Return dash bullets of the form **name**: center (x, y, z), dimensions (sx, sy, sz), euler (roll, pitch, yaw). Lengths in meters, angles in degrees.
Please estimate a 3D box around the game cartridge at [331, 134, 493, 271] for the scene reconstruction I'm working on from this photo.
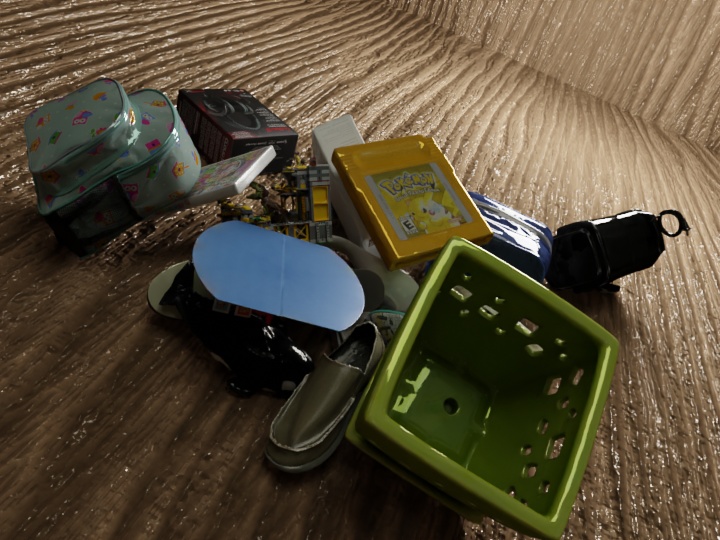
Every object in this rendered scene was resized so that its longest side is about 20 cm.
- **game cartridge**: center (0.072, -0.106, 0.872), dimensions (0.172, 0.033, 0.203), euler (-15, 63, -27)

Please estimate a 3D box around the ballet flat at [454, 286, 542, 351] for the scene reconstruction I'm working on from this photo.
- **ballet flat**: center (0.191, 0.084, 0.886), dimensions (0.199, 0.069, 0.062), euler (38, 46, 23)

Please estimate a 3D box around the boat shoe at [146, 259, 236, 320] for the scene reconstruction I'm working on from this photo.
- **boat shoe**: center (-0.176, 0.015, 0.769), dimensions (0.197, 0.073, 0.062), euler (-18, 8, -39)

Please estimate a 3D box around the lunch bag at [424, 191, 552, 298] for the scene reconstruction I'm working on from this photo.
- **lunch bag**: center (0.198, -0.029, 0.978), dimensions (0.196, 0.138, 0.133), euler (27, 35, 9)

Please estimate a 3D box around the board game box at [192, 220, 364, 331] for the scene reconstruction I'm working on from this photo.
- **board game box**: center (-0.093, 0.016, 0.686), dimensions (0.195, 0.040, 0.160), euler (16, 31, -16)

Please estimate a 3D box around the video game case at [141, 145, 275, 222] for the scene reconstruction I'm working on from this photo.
- **video game case**: center (-0.226, -0.118, 0.855), dimensions (0.195, 0.018, 0.144), euler (-13, 27, 21)

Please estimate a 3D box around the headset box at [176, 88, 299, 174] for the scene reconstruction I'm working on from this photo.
- **headset box**: center (-0.216, -0.243, 1.095), dimensions (0.147, 0.079, 0.199), euler (-16, 47, -44)

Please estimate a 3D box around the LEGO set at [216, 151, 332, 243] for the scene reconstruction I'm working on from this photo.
- **LEGO set**: center (-0.119, -0.100, 0.837), dimensions (0.149, 0.120, 0.200), euler (-5, 10, -16)

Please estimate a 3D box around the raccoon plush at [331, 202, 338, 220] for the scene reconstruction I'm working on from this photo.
- **raccoon plush**: center (0.028, -0.080, 1.037), dimensions (0.197, 0.097, 0.135), euler (-31, 69, -15)

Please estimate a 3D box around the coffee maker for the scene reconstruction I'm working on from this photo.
- **coffee maker**: center (0.445, -0.048, 1.104), dimensions (0.196, 0.193, 0.137), euler (-14, 62, -40)

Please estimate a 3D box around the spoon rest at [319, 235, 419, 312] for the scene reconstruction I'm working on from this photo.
- **spoon rest**: center (0.000, 0.000, 0.868), dimensions (0.195, 0.100, 0.062), euler (23, 63, 13)

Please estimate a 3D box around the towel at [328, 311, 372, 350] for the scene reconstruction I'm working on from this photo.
- **towel**: center (0.059, 0.125, 0.779), dimensions (0.186, 0.033, 0.202), euler (8, 37, -22)

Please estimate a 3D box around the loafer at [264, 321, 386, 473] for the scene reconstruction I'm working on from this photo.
- **loafer**: center (-0.035, 0.124, 0.656), dimensions (0.073, 0.071, 0.200), euler (16, 41, 24)

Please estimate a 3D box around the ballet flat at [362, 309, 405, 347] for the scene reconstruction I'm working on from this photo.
- **ballet flat**: center (0.094, 0.104, 0.741), dimensions (0.195, 0.073, 0.073), euler (17, 33, -5)

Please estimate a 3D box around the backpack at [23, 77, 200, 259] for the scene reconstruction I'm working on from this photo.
- **backpack**: center (-0.307, -0.143, 0.768), dimensions (0.196, 0.156, 0.177), euler (-24, 47, -13)

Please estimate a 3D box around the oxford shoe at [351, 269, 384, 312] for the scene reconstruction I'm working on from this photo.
- **oxford shoe**: center (-0.072, 0.021, 0.775), dimensions (0.194, 0.074, 0.071), euler (12, -8, -20)

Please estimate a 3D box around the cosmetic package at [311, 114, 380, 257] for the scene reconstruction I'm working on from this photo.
- **cosmetic package**: center (-0.007, -0.124, 0.950), dimensions (0.072, 0.102, 0.204), euler (-23, 74, -10)

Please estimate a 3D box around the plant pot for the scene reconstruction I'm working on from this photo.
- **plant pot**: center (0.104, 0.125, 0.610), dimensions (0.197, 0.182, 0.202), euler (31, 64, 0)

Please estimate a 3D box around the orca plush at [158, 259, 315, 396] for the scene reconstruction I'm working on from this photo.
- **orca plush**: center (-0.125, 0.060, 0.683), dimensions (0.200, 0.071, 0.105), euler (47, 50, 6)
